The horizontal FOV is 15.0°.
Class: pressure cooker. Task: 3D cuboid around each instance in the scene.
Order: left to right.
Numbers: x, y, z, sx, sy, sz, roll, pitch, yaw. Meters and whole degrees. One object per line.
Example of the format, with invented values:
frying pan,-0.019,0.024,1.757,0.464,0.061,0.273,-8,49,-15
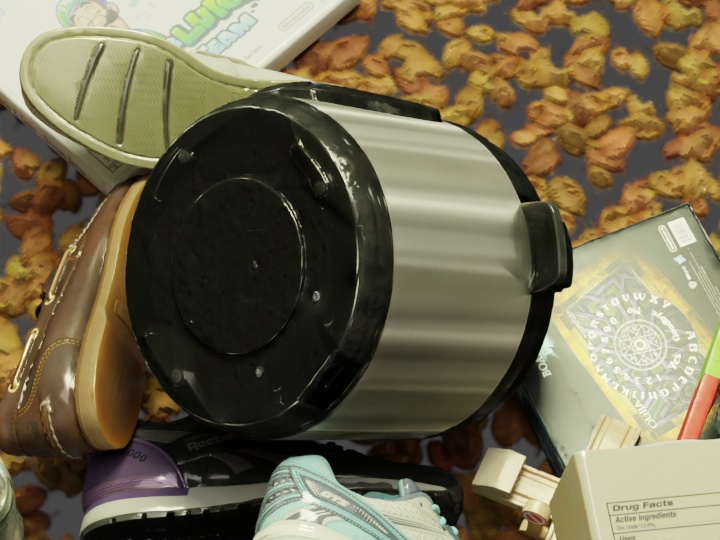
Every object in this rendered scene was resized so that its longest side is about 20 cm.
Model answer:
pressure cooker,0.000,0.003,1.402,0.200,0.179,0.176,5,30,-49

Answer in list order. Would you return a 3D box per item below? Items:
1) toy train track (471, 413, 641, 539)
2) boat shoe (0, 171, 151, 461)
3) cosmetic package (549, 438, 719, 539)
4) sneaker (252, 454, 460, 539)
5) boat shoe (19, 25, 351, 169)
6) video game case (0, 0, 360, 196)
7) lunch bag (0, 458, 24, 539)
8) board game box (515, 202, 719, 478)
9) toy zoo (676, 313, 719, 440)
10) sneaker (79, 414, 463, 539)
toy train track,0.153,0.133,1.390,0.200,0.033,0.115,21,63,11
boat shoe,-0.145,0.020,1.462,0.070,0.070,0.200,-10,36,23
cosmetic package,0.159,0.184,1.284,0.105,0.071,0.200,-3,64,-11
sneaker,0.034,0.148,1.346,0.200,0.078,0.086,29,47,-32
boat shoe,-0.094,-0.086,1.513,0.200,0.068,0.075,14,87,-12
video game case,-0.132,-0.156,1.602,0.182,0.024,0.200,40,69,22
lunch bag,-0.271,0.066,1.393,0.139,0.168,0.200,-22,61,-12
board game box,0.158,0.070,1.461,0.135,0.028,0.200,-20,62,-10
toy zoo,0.216,0.122,1.376,0.131,0.020,0.200,22,62,4
sneaker,-0.047,0.101,1.425,0.199,0.076,0.088,-2,54,0
